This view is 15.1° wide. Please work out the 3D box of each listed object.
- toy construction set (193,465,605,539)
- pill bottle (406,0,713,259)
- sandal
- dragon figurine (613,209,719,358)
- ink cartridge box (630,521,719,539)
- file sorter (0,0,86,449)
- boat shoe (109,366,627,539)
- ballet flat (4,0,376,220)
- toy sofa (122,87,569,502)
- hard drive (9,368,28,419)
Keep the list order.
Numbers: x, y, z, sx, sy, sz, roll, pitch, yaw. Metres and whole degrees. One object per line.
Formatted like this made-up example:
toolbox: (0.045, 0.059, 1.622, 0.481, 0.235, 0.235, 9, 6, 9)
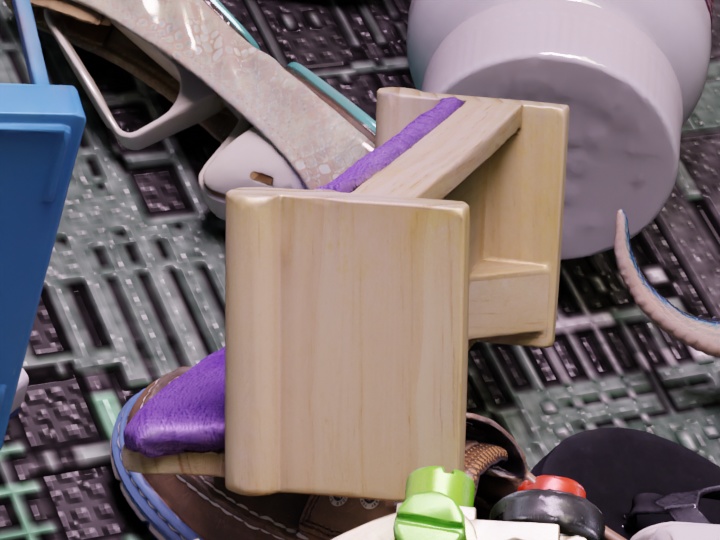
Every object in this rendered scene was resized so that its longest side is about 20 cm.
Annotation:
toy construction set: (-0.003, 0.102, 0.705, 0.130, 0.200, 0.093, 2, 74, 6)
pill bottle: (0.074, -0.104, 0.988, 0.109, 0.110, 0.201, 17, 42, -6)
sandal: (0.145, 0.110, 0.874, 0.200, 0.043, 0.076, 34, 46, 10)
dragon figurine: (0.178, 0.031, 0.948, 0.199, 0.059, 0.100, 32, 46, 7)
ink cartridge box: (0.112, 0.186, 0.719, 0.083, 0.145, 0.201, 3, 49, -20)
file sorter: (-0.198, -0.035, 0.769, 0.199, 0.139, 0.123, 0, 46, -21)
boat shoe: (0.019, 0.075, 0.835, 0.199, 0.073, 0.072, 26, 46, 2)
ballet flat: (-0.047, -0.051, 0.945, 0.062, 0.068, 0.200, -42, 67, -13)
toy sofa: (0.000, 0.000, 0.798, 0.097, 0.083, 0.200, 5, 13, 12)
hard drive: (-0.212, 0.048, 0.800, 0.132, 0.025, 0.200, 38, 47, 14)
